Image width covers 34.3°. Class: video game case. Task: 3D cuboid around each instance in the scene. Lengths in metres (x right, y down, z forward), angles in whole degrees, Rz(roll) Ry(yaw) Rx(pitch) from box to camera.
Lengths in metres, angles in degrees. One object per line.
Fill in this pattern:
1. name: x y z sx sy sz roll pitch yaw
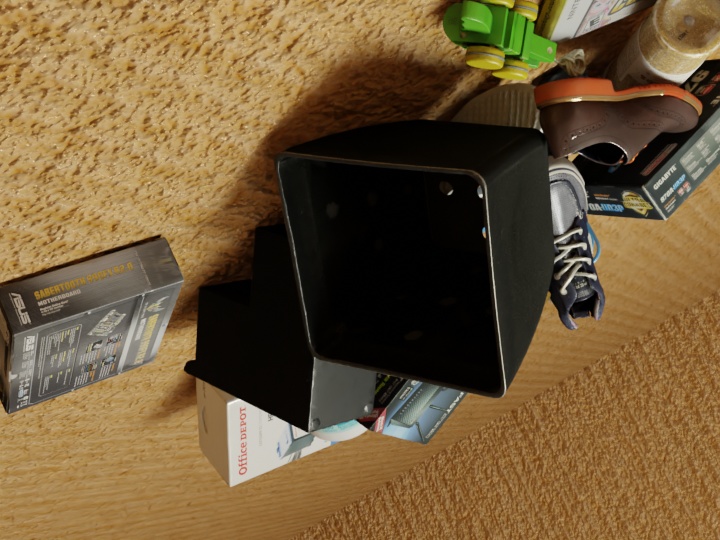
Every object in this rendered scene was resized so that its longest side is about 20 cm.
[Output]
1. video game case: 0.248 -0.270 0.952 0.199 0.026 0.181 -24 163 -13

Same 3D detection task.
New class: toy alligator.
1. toy alligator: 0.118 -0.186 0.946 0.054 0.060 0.200 11 -178 35

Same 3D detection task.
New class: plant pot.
1. plant pot: 0.068 -0.034 1.014 0.199 0.200 0.177 8 -150 32

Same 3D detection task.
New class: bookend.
1. bookend: -0.079 0.032 1.178 0.200 0.200 0.092 18 -161 42

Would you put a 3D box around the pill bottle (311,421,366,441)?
1. pill bottle: -0.047 0.103 1.366 0.110 0.111 0.200 -27 134 -3

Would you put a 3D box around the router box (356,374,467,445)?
1. router box: 0.083 0.101 1.337 0.200 0.062 0.150 -52 149 8

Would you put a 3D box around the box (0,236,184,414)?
1. box: -0.258 0.054 1.081 0.158 0.048 0.200 -20 162 -26

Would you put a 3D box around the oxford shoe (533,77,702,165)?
1. oxford shoe: 0.234 -0.128 1.046 0.199 0.073 0.071 -3 175 -34

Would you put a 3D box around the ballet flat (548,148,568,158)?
1. ballet flat: 0.126 -0.088 1.237 0.199 0.067 0.057 -24 164 12

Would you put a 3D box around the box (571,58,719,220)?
1. box: 0.309 -0.134 1.178 0.200 0.046 0.159 -44 -159 -14

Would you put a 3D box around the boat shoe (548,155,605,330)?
1. boat shoe: 0.205 -0.023 1.150 0.074 0.093 0.200 -24 145 2

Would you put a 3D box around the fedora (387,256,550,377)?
1. fedora: 0.092 0.037 1.170 0.200 0.082 0.201 -24 169 -5

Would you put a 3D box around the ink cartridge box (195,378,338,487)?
1. ink cartridge box: -0.103 0.171 1.511 0.199 0.086 0.147 -20 130 -29

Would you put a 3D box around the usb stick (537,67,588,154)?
1. usb stick: 0.220 -0.165 1.208 0.055 0.033 0.200 -38 162 9

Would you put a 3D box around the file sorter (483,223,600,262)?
1. file sorter: 0.183 -0.049 1.337 0.138 0.123 0.200 -33 162 15

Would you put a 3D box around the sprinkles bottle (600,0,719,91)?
1. sprinkles bottle: 0.277 -0.197 1.087 0.068 0.068 0.200 -26 172 -6

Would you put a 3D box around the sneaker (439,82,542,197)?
1. sneaker: 0.123 -0.117 1.124 0.079 0.079 0.200 -7 161 -43
